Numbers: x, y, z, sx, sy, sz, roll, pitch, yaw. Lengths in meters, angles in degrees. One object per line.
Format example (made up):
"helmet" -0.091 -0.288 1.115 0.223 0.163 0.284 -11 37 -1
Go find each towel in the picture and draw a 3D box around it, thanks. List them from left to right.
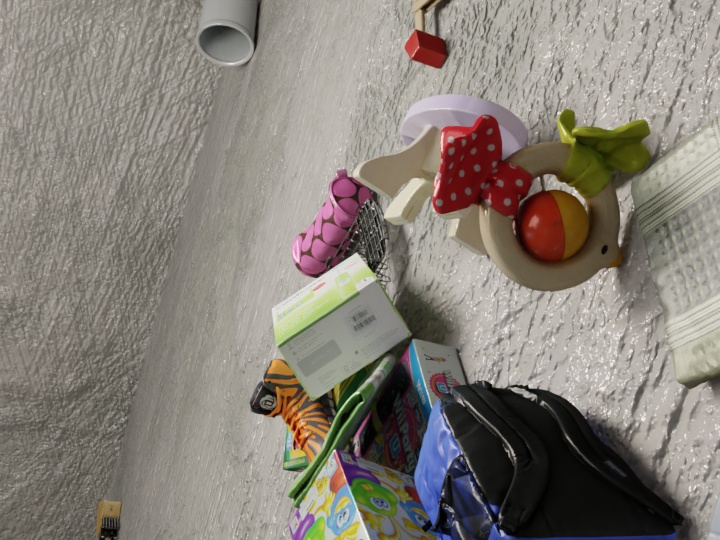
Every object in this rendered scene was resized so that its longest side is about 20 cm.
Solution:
"towel" -0.018 0.167 0.937 0.150 0.031 0.200 -60 -8 10
"towel" 0.287 -0.035 0.605 0.200 0.034 0.195 -44 42 51

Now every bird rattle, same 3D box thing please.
"bird rattle" 0.159 -0.063 0.729 0.112 0.198 0.165 175 81 -70

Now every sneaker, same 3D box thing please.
"sneaker" -0.088 0.198 1.094 0.078 0.111 0.201 -58 33 28

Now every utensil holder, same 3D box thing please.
"utensil holder" -0.386 -0.731 2.449 0.170 0.168 0.202 134 144 -52

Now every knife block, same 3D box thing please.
"knife block" -0.896 0.906 2.957 0.200 0.063 0.178 146 133 -60

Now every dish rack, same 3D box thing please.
"dish rack" 0.000 0.000 1.255 0.201 0.054 0.154 -60 29 34

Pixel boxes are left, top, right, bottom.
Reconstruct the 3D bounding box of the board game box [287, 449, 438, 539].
"board game box" 0.016 0.279 0.780 0.104 0.104 0.200 -59 26 14

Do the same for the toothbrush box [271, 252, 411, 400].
"toothbrush box" -0.031 0.064 1.072 0.145 0.087 0.200 -33 11 0

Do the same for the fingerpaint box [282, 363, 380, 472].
"fingerpaint box" -0.043 0.202 1.220 0.200 0.073 0.169 148 131 -60

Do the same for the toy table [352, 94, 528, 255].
"toy table" 0.093 -0.111 0.943 0.118 0.182 0.200 -64 8 -10

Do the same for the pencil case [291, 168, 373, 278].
"pencil case" -0.050 -0.073 1.373 0.094 0.090 0.200 59 141 17

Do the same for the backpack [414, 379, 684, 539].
"backpack" 0.124 0.196 0.694 0.200 0.161 0.169 -117 41 -57

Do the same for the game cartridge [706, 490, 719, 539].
"game cartridge" 0.263 0.229 0.505 0.133 0.041 0.203 -14 65 61

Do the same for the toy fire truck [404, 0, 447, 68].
"toy fire truck" 0.107 -0.406 1.212 0.141 0.048 0.202 123 151 -42

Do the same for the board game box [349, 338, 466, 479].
"board game box" 0.059 0.205 0.982 0.201 0.064 0.148 -61 27 33
